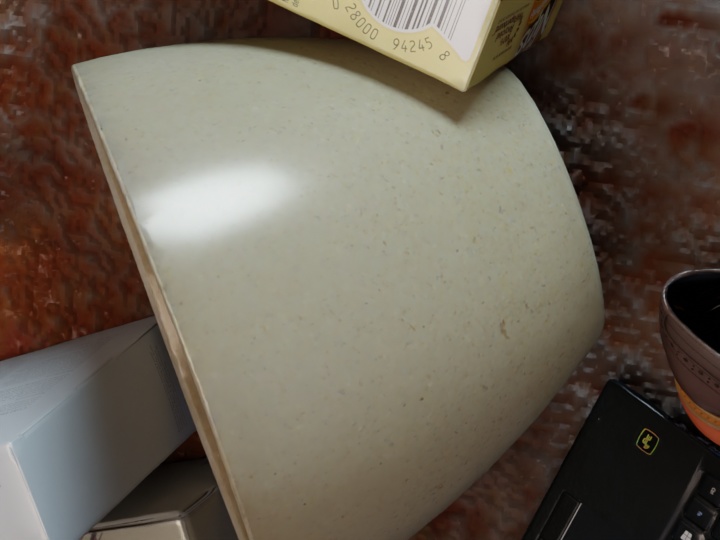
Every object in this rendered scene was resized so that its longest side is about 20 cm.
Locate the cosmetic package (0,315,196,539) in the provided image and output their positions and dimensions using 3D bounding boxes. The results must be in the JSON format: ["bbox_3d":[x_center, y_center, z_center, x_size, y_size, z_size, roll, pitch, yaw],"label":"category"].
[{"bbox_3d":[-0.176,0.084,0.912,0.199,0.151,0.052,-16,99,22],"label":"cosmetic package"}]

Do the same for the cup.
[{"bbox_3d":[0.000,0.000,0.825,0.142,0.200,0.202,-21,98,-6],"label":"cup"}]

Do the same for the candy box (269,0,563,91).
[{"bbox_3d":[-0.028,-0.134,0.823,0.199,0.115,0.056,26,110,10],"label":"candy box"}]

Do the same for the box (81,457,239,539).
[{"bbox_3d":[-0.058,0.180,0.936,0.068,0.082,0.202,-10,99,22],"label":"box"}]

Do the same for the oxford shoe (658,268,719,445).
[{"bbox_3d":[0.190,0.039,0.792,0.199,0.073,0.072,7,64,28],"label":"oxford shoe"}]

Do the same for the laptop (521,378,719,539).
[{"bbox_3d":[0.104,0.170,0.825,0.200,0.103,0.178,37,113,24],"label":"laptop"}]
